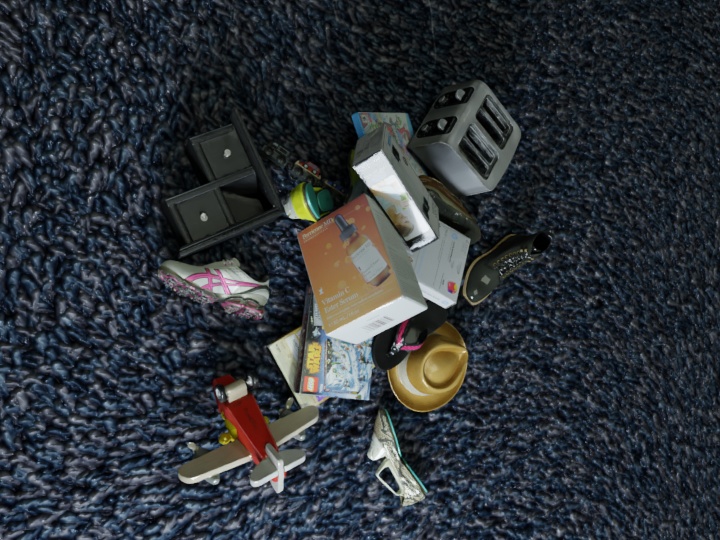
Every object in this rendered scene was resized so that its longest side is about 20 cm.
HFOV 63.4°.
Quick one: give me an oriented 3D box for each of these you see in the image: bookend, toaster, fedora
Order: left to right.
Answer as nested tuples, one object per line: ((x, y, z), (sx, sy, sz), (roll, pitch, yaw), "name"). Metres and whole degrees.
((-0.268, -0.148, 1.020), (0.198, 0.092, 0.201), (-25, 94, -24), "bookend")
((0.151, 0.188, 1.166), (0.199, 0.082, 0.202), (3, 83, -28), "fedora")
((0.222, -0.264, 1.217), (0.200, 0.118, 0.181), (42, 68, -27), "toaster")

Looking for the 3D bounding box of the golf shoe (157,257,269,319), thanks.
((-0.254, 0.016, 1.024), (0.199, 0.072, 0.093), (24, 69, -30), "golf shoe")

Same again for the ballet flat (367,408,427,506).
((0.059, 0.370, 1.128), (0.075, 0.068, 0.201), (-27, 98, -8), "ballet flat")

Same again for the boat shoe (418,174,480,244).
((0.184, -0.130, 1.219), (0.200, 0.075, 0.074), (39, 41, -33), "boat shoe")

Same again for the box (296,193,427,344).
((0.000, 0.000, 1.002), (0.106, 0.152, 0.201), (26, 40, -57), "box")

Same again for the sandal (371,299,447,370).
((0.098, 0.115, 1.109), (0.200, 0.045, 0.075), (-35, 101, -28), "sandal")

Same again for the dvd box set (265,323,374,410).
((-0.062, 0.155, 1.111), (0.199, 0.029, 0.147), (-31, 97, -23), "dvd box set")

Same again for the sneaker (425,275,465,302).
((0.130, 0.050, 1.199), (0.199, 0.070, 0.083), (-12, 119, -29), "sneaker")

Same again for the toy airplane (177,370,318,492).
((-0.182, 0.288, 0.986), (0.199, 0.141, 0.200), (19, 45, -7), "toy airplane")

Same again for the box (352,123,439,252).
((0.068, -0.145, 1.037), (0.200, 0.060, 0.117), (54, 24, -26), "box")

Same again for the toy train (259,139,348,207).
((-0.103, -0.187, 1.130), (0.199, 0.034, 0.046), (33, 62, -18), "toy train")

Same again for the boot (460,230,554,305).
((0.307, -0.013, 1.232), (0.077, 0.138, 0.200), (44, 70, -13), "boot")

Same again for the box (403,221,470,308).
((0.113, -0.040, 1.144), (0.199, 0.041, 0.157), (27, 60, -15), "box")

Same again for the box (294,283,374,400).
((-0.043, 0.133, 1.082), (0.136, 0.040, 0.202), (11, 78, -21), "box")

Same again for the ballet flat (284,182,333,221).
((-0.098, -0.116, 1.035), (0.067, 0.200, 0.067), (-14, 94, 10), "ballet flat")

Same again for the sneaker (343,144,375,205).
((0.020, -0.150, 1.138), (0.084, 0.074, 0.201), (25, 64, -49), "sneaker")

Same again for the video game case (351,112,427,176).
((0.063, -0.244, 1.162), (0.200, 0.018, 0.144), (-21, 93, -55), "video game case")
